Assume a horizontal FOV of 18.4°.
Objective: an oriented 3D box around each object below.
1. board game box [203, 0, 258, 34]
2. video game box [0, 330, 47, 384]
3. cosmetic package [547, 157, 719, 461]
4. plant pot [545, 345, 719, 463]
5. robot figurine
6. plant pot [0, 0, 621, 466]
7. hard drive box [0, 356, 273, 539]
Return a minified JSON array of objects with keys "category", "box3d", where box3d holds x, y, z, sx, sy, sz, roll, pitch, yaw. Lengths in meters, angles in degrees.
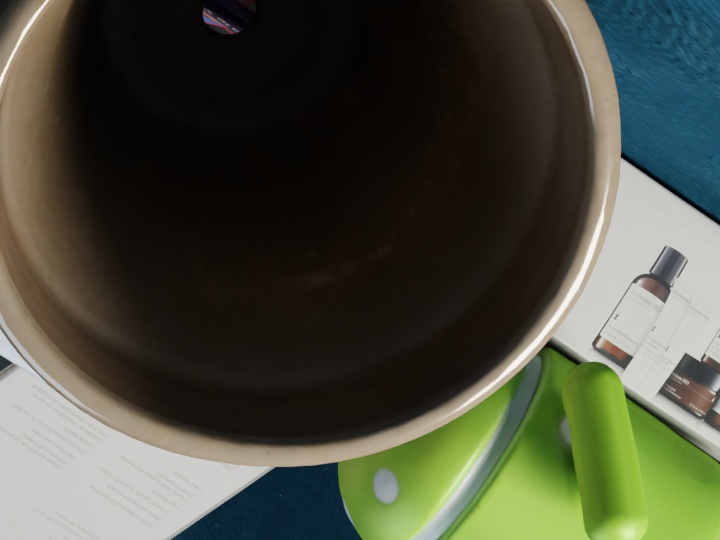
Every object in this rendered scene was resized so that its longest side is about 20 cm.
[{"category":"board game box","box3d":[-0.087,-0.146,0.874,0.200,0.057,0.165,34,177,-24]},{"category":"video game box","box3d":[-0.124,-0.052,0.837,0.182,0.047,0.200,29,-147,7]},{"category":"cosmetic package","box3d":[0.108,0.000,0.952,0.200,0.083,0.051,33,174,-10]},{"category":"plant pot","box3d":[0.135,0.073,1.115,0.186,0.187,0.200,32,-170,13]},{"category":"robot figurine","box3d":[0.077,0.100,0.955,0.200,0.116,0.175,35,148,-7]},{"category":"plant pot","box3d":[-0.031,-0.062,0.729,0.200,0.200,0.175,34,-165,-22]},{"category":"hard drive box","box3d":[-0.105,0.042,0.990,0.156,0.200,0.077,43,-164,-47]}]
